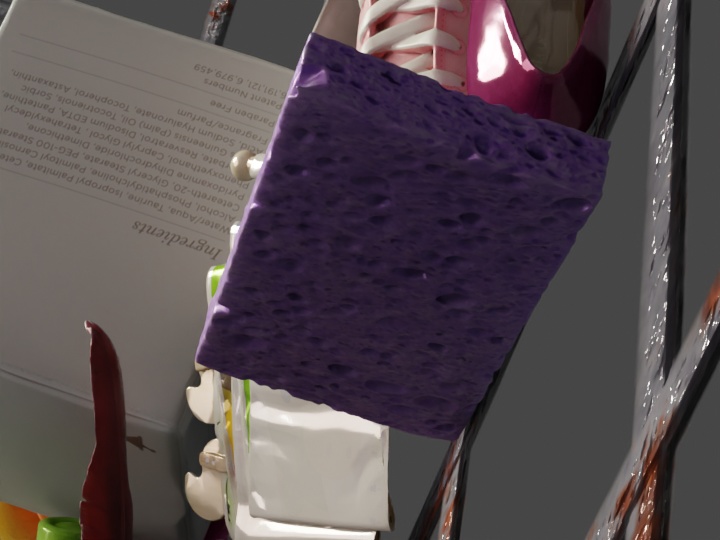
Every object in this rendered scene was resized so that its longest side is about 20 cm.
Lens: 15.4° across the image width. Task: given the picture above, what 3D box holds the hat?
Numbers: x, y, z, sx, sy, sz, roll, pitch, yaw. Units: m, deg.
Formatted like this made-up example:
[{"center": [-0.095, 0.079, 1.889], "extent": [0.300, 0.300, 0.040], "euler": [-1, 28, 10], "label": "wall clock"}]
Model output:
[{"center": [-0.075, 0.170, 1.195], "extent": [0.200, 0.165, 0.177], "euler": [80, -146, -57], "label": "hat"}]

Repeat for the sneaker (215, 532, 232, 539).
[{"center": [-0.063, 0.212, 1.315], "extent": [0.201, 0.088, 0.082], "euler": [-55, -30, -21], "label": "sneaker"}]

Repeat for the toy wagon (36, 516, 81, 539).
[{"center": [-0.172, 0.206, 1.260], "extent": [0.200, 0.039, 0.156], "euler": [-12, -69, -65], "label": "toy wagon"}]

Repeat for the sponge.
[{"center": [0.010, -0.005, 0.969], "extent": [0.200, 0.111, 0.030], "euler": [115, 172, -58], "label": "sponge"}]

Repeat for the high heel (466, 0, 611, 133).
[{"center": [0.068, -0.132, 0.979], "extent": [0.096, 0.067, 0.201], "euler": [108, 174, -68], "label": "high heel"}]

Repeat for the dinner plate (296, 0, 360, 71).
[{"center": [-0.015, -0.054, 1.250], "extent": [0.200, 0.024, 0.202], "euler": [19, -90, -81], "label": "dinner plate"}]

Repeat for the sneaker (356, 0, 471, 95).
[{"center": [0.021, -0.106, 1.050], "extent": [0.105, 0.075, 0.201], "euler": [63, -147, -27], "label": "sneaker"}]

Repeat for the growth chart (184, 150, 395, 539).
[{"center": [-0.025, 0.044, 1.118], "extent": [0.144, 0.018, 0.202], "euler": [13, 103, 48], "label": "growth chart"}]

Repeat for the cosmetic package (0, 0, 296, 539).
[{"center": [-0.124, 0.003, 1.308], "extent": [0.168, 0.165, 0.201], "euler": [93, -163, -62], "label": "cosmetic package"}]

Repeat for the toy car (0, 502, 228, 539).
[{"center": [-0.099, 0.112, 1.437], "extent": [0.150, 0.199, 0.176], "euler": [-31, 57, 58], "label": "toy car"}]
